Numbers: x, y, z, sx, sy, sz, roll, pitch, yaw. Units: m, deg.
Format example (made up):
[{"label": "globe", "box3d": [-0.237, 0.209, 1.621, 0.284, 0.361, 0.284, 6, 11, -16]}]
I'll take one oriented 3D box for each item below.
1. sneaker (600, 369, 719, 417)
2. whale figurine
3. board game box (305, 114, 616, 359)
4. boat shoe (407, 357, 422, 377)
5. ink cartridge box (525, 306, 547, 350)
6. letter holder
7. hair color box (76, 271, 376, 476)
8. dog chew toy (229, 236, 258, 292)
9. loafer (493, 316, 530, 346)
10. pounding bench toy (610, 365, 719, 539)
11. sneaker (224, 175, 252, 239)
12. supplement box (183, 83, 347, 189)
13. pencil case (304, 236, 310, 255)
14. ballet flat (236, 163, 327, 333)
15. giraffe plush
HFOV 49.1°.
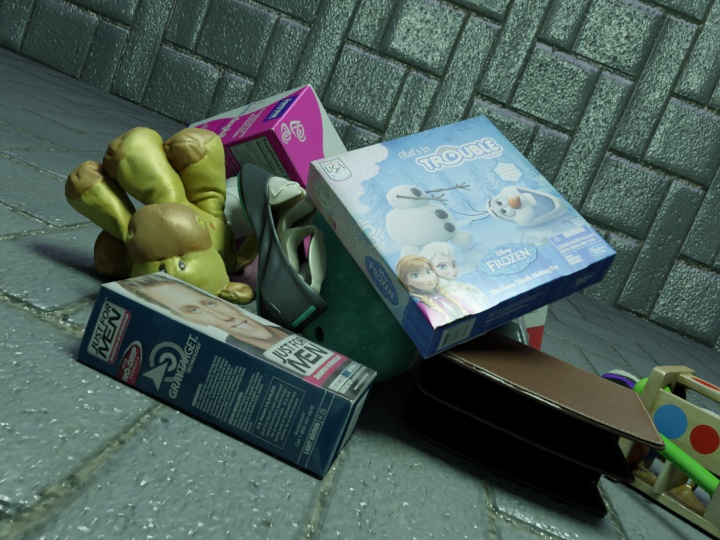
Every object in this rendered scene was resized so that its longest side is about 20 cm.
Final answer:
[{"label": "sneaker", "box3d": [0.371, 0.193, 1.003, 0.099, 0.070, 0.199, 3, 17, -46]}, {"label": "whale figurine", "box3d": [-0.016, 0.011, 0.748, 0.103, 0.202, 0.159, -19, -2, -42]}, {"label": "board game box", "box3d": [0.085, -0.042, 0.692, 0.199, 0.044, 0.199, -20, 55, -27]}, {"label": "boat shoe", "box3d": [0.114, 0.103, 0.890, 0.199, 0.071, 0.064, 29, 8, -7]}, {"label": "ink cartridge box", "box3d": [0.150, 0.006, 0.946, 0.143, 0.202, 0.084, -6, 29, -19]}, {"label": "letter holder", "box3d": [0.142, 0.131, 0.686, 0.198, 0.101, 0.142, 23, 11, 4]}, {"label": "hair color box", "box3d": [-0.094, 0.070, 0.588, 0.198, 0.061, 0.100, 23, 9, 8]}, {"label": "dog chew toy", "box3d": [-0.108, -0.033, 0.968, 0.124, 0.125, 0.200, 24, 24, 9]}, {"label": "loafer", "box3d": [0.152, 0.075, 0.827, 0.071, 0.202, 0.063, -18, -31, 33]}, {"label": "pounding bench toy", "box3d": [0.325, 0.177, 0.774, 0.155, 0.125, 0.199, 29, 11, 35]}, {"label": "sneaker", "box3d": [-0.164, -0.044, 0.856, 0.198, 0.088, 0.075, -8, -47, 33]}, {"label": "supplement box", "box3d": [-0.129, -0.123, 0.904, 0.198, 0.104, 0.102, -9, 35, 33]}, {"label": "pencil case", "box3d": [0.000, 0.000, 0.956, 0.090, 0.095, 0.199, 6, -10, 37]}, {"label": "ballet flat", "box3d": [-0.066, -0.032, 0.718, 0.073, 0.073, 0.201, 16, 43, -33]}, {"label": "giraffe plush", "box3d": [-0.174, -0.018, 0.717, 0.201, 0.172, 0.162, 56, 6, -25]}]
